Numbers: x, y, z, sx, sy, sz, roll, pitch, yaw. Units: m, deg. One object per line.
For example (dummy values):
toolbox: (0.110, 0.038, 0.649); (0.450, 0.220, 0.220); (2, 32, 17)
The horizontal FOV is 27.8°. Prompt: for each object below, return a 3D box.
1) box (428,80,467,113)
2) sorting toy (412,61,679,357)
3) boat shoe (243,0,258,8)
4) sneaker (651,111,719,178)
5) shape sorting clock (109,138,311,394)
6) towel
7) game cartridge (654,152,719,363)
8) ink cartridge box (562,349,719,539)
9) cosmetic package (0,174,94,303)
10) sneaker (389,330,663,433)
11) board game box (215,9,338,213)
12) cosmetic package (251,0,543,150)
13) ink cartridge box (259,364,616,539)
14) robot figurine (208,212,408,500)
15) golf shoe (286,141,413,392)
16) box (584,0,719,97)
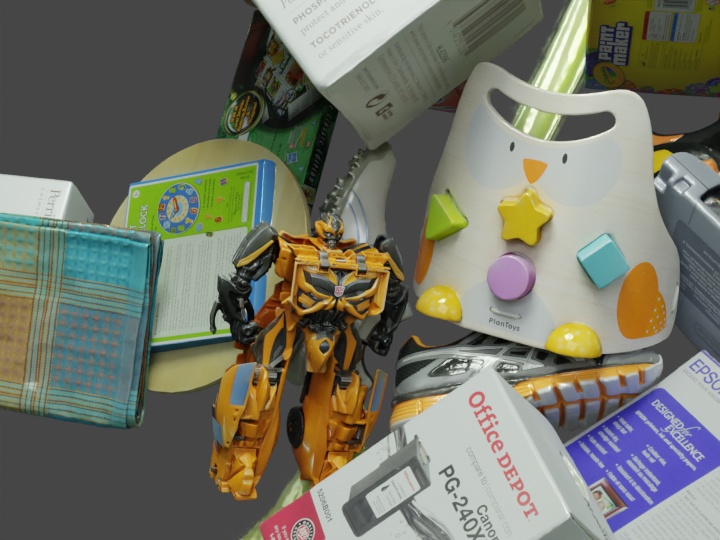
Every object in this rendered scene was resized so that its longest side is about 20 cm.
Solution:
box: (0.064, -0.236, 1.156); (0.099, 0.096, 0.201); (11, 70, 11)
sorting toy: (0.123, -0.048, 1.011); (0.199, 0.107, 0.181); (14, 111, 22)
boat shoe: (-0.041, -0.301, 1.166); (0.200, 0.072, 0.065); (-50, 55, 32)
sneaker: (0.307, -0.091, 1.090); (0.199, 0.070, 0.090); (-11, 59, -2)
shape sorting clock: (-0.121, -0.004, 1.085); (0.199, 0.039, 0.201); (-11, 65, 25)
towel: (-0.247, 0.032, 1.055); (0.199, 0.022, 0.147); (8, 98, 8)
game cartridge: (0.270, 0.024, 1.011); (0.040, 0.134, 0.200); (-29, 62, -24)
ink cartridge box: (0.205, 0.164, 0.956); (0.200, 0.043, 0.198); (-33, 35, -4)
cosmetic package: (-0.318, -0.020, 1.124); (0.199, 0.071, 0.102); (6, 69, 7)
sneaker: (0.116, 0.072, 1.043); (0.199, 0.078, 0.077); (-7, 57, 1)
board game box: (-0.065, -0.120, 1.142); (0.104, 0.023, 0.201); (2, 67, 33)
cosmetic package: (0.000, -0.225, 1.013); (0.166, 0.167, 0.200); (-37, 75, 4)
ink cartridge box: (0.049, 0.178, 0.948); (0.200, 0.083, 0.145); (-36, 40, 9)
robot figurine: (-0.036, 0.060, 1.003); (0.145, 0.058, 0.201); (4, 108, -27)
golf shoe: (0.000, 0.000, 1.095); (0.097, 0.078, 0.201); (23, 77, -4)
box: (0.238, -0.264, 1.094); (0.122, 0.200, 0.193); (5, 68, 8)
